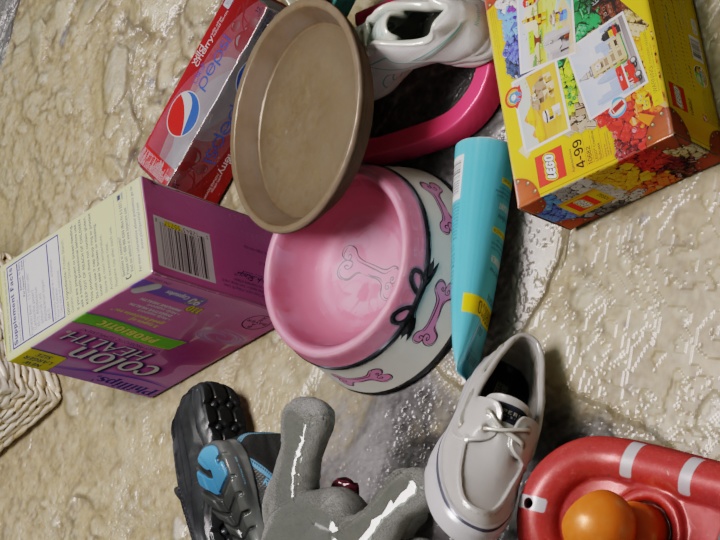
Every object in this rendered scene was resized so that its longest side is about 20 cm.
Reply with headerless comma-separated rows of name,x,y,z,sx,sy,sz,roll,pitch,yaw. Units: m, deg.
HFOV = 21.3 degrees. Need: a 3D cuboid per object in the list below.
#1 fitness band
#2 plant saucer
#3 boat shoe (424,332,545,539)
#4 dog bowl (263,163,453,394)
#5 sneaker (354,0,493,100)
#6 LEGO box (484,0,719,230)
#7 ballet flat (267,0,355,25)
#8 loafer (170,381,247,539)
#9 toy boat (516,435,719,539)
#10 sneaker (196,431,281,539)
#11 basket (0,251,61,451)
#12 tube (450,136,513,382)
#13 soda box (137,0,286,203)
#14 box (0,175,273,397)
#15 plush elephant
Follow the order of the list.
fitness band,0.046,-0.169,1.664,0.199,0.037,0.144,-16,69,40
plant saucer,-0.048,-0.129,1.619,0.200,0.029,0.201,-15,71,53
boat shoe,0.103,0.122,1.435,0.066,0.072,0.200,-59,1,38
dog bowl,0.000,0.000,1.625,0.200,0.074,0.201,-16,66,39
sneaker,0.025,-0.195,1.612,0.200,0.080,0.071,-15,71,41
LEGO box,0.187,-0.155,1.495,0.149,0.077,0.201,-25,61,35
ballet flat,-0.047,-0.220,1.700,0.200,0.074,0.074,-63,40,43
loafer,-0.129,0.196,1.692,0.070,0.068,0.201,-41,49,41
toy boat,0.189,0.184,1.347,0.200,0.130,0.131,11,84,44
sneaker,-0.069,0.232,1.615,0.073,0.082,0.201,-20,85,53
basket,-0.433,0.087,1.943,0.200,0.161,0.199,-39,53,29
tube,0.092,-0.006,1.546,0.050,0.077,0.201,1,73,19
soda box,-0.128,-0.164,1.798,0.063,0.070,0.200,42,105,42
box,-0.194,0.020,1.728,0.200,0.176,0.097,-28,58,34
plush elephant,0.001,0.227,1.510,0.164,0.155,0.201,20,83,36
